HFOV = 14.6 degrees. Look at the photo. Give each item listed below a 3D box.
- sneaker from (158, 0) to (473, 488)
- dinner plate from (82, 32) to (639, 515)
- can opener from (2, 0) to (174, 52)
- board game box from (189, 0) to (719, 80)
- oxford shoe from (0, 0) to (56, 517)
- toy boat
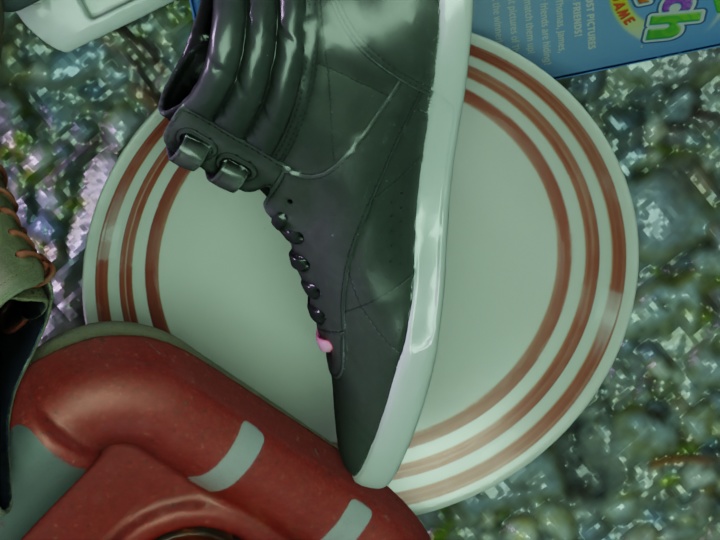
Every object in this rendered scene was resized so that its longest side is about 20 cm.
[{"bbox_3d":[-0.020,-0.022,0.946,0.099,0.071,0.201,2,112,-6],"label":"sneaker"},{"bbox_3d":[0.000,0.000,1.008,0.199,0.024,0.201,-4,117,-7],"label":"dinner plate"},{"bbox_3d":[-0.039,-0.135,0.981,0.199,0.067,0.053,-25,100,8],"label":"can opener"},{"bbox_3d":[0.037,-0.120,0.959,0.199,0.037,0.152,-11,141,-1],"label":"board game box"},{"bbox_3d":[-0.130,-0.010,0.934,0.075,0.070,0.201,2,80,19],"label":"oxford shoe"},{"bbox_3d":[-0.055,0.119,0.970,0.200,0.131,0.131,35,109,-29],"label":"toy boat"}]
